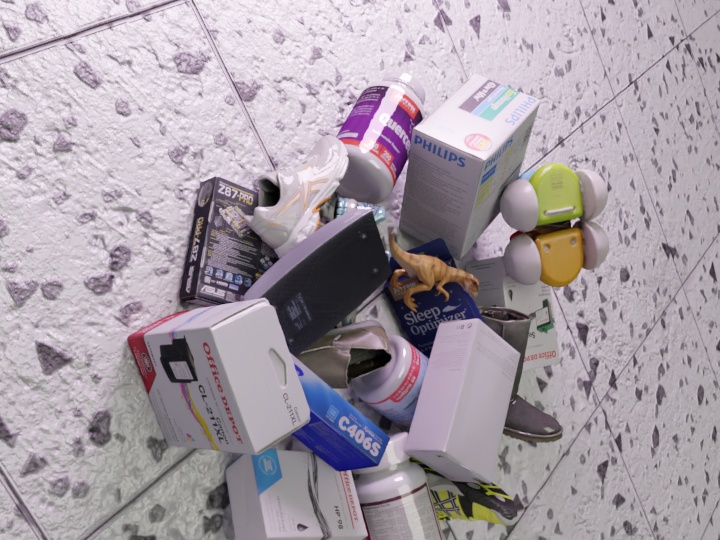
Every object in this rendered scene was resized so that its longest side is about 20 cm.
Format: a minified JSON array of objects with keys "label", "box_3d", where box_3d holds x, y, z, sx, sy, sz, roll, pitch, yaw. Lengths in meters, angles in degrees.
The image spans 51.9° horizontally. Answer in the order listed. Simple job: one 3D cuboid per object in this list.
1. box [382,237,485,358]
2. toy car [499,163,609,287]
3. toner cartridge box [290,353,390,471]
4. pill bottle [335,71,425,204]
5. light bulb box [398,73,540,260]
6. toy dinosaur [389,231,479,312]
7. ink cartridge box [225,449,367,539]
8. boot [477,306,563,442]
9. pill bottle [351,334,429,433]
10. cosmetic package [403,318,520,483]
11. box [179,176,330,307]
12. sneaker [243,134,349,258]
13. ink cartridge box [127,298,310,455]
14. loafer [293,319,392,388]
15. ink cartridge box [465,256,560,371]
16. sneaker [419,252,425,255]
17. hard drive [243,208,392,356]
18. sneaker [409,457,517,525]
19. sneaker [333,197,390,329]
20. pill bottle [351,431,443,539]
[{"label":"box","box_3d":[0.117,0.059,1.153,0.201,0.120,0.032,62,27,-14]},{"label":"toy car","box_3d":[0.305,-0.080,1.225,0.173,0.150,0.203,-11,107,-13]},{"label":"toner cartridge box","box_3d":[-0.065,0.174,0.922,0.200,0.095,0.043,43,52,-17]},{"label":"pill bottle","box_3d":[0.029,-0.205,1.120,0.112,0.112,0.201,43,58,-28]},{"label":"light bulb box","box_3d":[0.169,-0.165,1.166,0.198,0.124,0.201,-46,154,-37]},{"label":"toy dinosaur","box_3d":[0.083,-0.003,1.066,0.198,0.106,0.061,21,34,-33]},{"label":"ink cartridge box","box_3d":[-0.067,0.300,0.957,0.199,0.067,0.117,15,43,-39]},{"label":"boot","box_3d":[0.254,0.167,1.201,0.073,0.179,0.203,-43,142,-74]},{"label":"pill bottle","box_3d":[0.088,0.190,1.114,0.200,0.108,0.110,39,60,-30]},{"label":"cosmetic package","box_3d":[0.146,0.183,1.041,0.113,0.081,0.202,39,59,-31]},{"label":"box","box_3d":[-0.133,-0.016,0.989,0.199,0.049,0.163,19,72,-39]},{"label":"sneaker","box_3d":[-0.084,-0.117,0.978,0.092,0.075,0.202,38,55,-25]},{"label":"ink cartridge box","box_3d":[-0.165,0.120,0.838,0.082,0.199,0.147,-25,99,-41]},{"label":"loafer","box_3d":[-0.041,0.123,1.000,0.198,0.070,0.076,-19,125,-23]},{"label":"ink cartridge box","box_3d":[0.271,0.077,1.311,0.145,0.084,0.203,-5,85,-42]},{"label":"sneaker","box_3d":[0.143,0.055,1.202,0.074,0.082,0.201,-48,115,-38]},{"label":"hard drive","box_3d":[-0.054,0.017,0.952,0.199,0.042,0.136,-39,138,-17]},{"label":"sneaker","box_3d":[0.135,0.338,1.090,0.075,0.198,0.077,11,92,-61]},{"label":"sneaker","box_3d":[0.000,0.000,1.050,0.085,0.078,0.203,3,96,-2]},{"label":"pill bottle","box_3d":[0.050,0.337,1.031,0.109,0.109,0.202,-12,84,-42]}]
